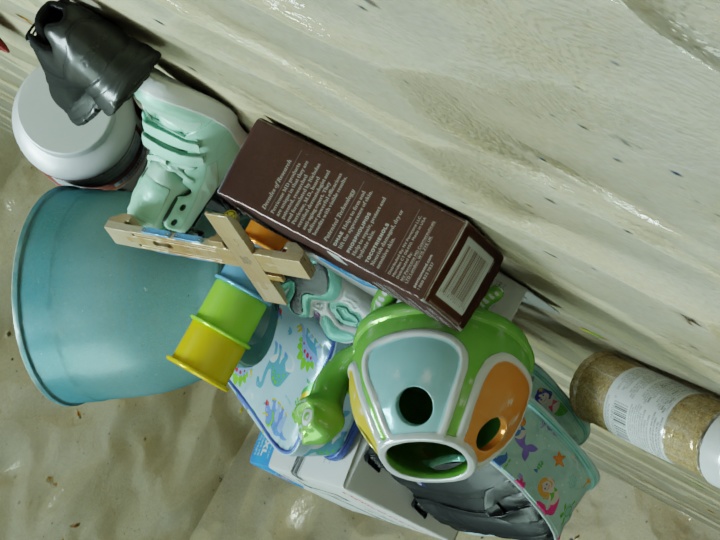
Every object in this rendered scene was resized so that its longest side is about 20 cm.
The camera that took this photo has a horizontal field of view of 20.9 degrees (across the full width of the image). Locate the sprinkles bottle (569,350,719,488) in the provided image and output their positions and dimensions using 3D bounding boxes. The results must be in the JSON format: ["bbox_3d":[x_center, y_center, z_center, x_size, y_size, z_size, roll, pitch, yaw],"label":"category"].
[{"bbox_3d":[0.264,0.127,1.663,0.068,0.068,0.200,33,175,-37],"label":"sprinkles bottle"}]

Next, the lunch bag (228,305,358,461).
[{"bbox_3d":[-0.059,0.076,1.853,0.082,0.161,0.200,7,-155,-33],"label":"lunch bag"}]

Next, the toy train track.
[{"bbox_3d":[-0.118,-0.026,1.557,0.199,0.033,0.115,10,148,33],"label":"toy train track"}]

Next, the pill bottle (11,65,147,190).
[{"bbox_3d":[-0.258,-0.134,1.784,0.112,0.113,0.200,29,175,2],"label":"pill bottle"}]

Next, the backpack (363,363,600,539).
[{"bbox_3d":[0.121,0.160,1.766,0.178,0.151,0.200,48,163,-23],"label":"backpack"}]

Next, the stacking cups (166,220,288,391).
[{"bbox_3d":[-0.088,0.001,1.626,0.060,0.201,0.061,28,172,4],"label":"stacking cups"}]

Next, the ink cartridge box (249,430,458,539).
[{"bbox_3d":[0.004,0.192,1.932,0.146,0.085,0.200,29,169,-27],"label":"ink cartridge box"}]

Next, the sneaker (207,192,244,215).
[{"bbox_3d":[-0.105,-0.067,1.830,0.200,0.075,0.115,34,177,1],"label":"sneaker"}]

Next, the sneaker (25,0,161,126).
[{"bbox_3d":[-0.212,-0.166,1.481,0.091,0.076,0.200,40,166,-14],"label":"sneaker"}]

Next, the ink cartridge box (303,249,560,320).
[{"bbox_3d":[0.058,0.009,1.646,0.200,0.068,0.116,31,176,-26],"label":"ink cartridge box"}]

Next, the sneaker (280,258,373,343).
[{"bbox_3d":[0.000,0.000,1.755,0.200,0.140,0.078,48,129,-10],"label":"sneaker"}]

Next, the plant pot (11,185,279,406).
[{"bbox_3d":[-0.180,0.020,1.742,0.187,0.201,0.200,-2,164,20],"label":"plant pot"}]

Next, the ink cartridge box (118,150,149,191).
[{"bbox_3d":[-0.213,-0.102,2.033,0.199,0.086,0.146,31,175,-4],"label":"ink cartridge box"}]

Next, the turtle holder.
[{"bbox_3d":[0.043,0.093,1.552,0.185,0.132,0.141,10,146,1],"label":"turtle holder"}]

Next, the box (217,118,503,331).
[{"bbox_3d":[0.000,-0.036,1.496,0.200,0.075,0.100,29,177,26],"label":"box"}]

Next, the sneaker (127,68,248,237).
[{"bbox_3d":[-0.154,-0.088,1.588,0.074,0.119,0.200,30,175,18],"label":"sneaker"}]

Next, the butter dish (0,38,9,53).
[{"bbox_3d":[-0.462,-0.225,1.840,0.199,0.148,0.200,28,175,10],"label":"butter dish"}]
